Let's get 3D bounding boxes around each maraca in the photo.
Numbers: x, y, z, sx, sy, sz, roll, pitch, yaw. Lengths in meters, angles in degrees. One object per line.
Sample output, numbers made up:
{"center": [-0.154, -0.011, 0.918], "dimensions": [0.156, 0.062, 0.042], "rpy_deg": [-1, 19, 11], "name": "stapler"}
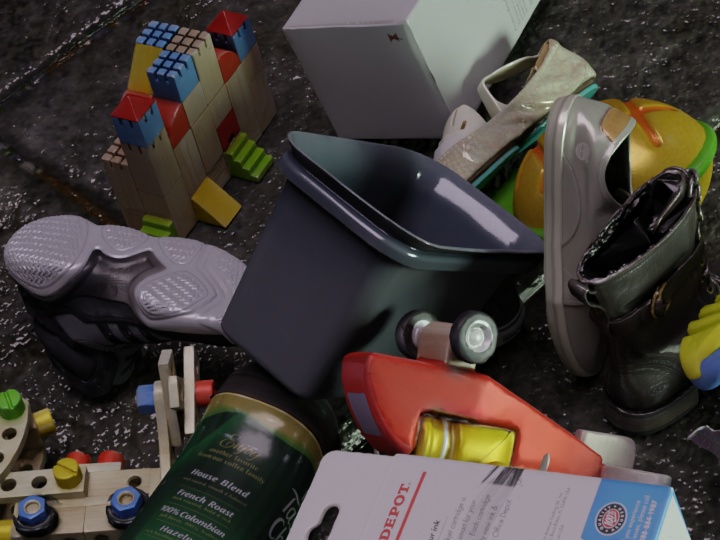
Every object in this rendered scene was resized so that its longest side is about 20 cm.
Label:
{"center": [0.156, -0.057, 1.353], "dimensions": [0.200, 0.107, 0.137], "rpy_deg": [-16, 23, 32], "name": "maraca"}

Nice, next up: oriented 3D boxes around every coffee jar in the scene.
{"center": [-0.086, 0.157, 1.208], "dimensions": [0.085, 0.104, 0.200], "rpy_deg": [20, 55, 19], "name": "coffee jar"}

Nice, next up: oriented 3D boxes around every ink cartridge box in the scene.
{"center": [0.059, 0.165, 1.002], "dimensions": [0.200, 0.068, 0.116], "rpy_deg": [4, 51, 28], "name": "ink cartridge box"}

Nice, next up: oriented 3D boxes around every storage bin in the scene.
{"center": [0.000, 0.000, 1.237], "dimensions": [0.145, 0.200, 0.134], "rpy_deg": [39, 107, 25], "name": "storage bin"}

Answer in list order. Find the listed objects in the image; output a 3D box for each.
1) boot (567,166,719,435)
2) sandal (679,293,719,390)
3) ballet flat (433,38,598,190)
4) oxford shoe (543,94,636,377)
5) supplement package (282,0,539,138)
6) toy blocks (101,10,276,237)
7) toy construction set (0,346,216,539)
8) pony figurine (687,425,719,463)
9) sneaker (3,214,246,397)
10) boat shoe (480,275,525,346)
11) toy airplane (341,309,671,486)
{"center": [0.211, -0.001, 1.232], "dimensions": [0.069, 0.174, 0.200], "rpy_deg": [28, 60, 34], "name": "boot"}
{"center": [0.289, 0.024, 1.191], "dimensions": [0.200, 0.087, 0.079], "rpy_deg": [-29, 5, -10], "name": "sandal"}
{"center": [0.097, -0.105, 1.427], "dimensions": [0.062, 0.067, 0.200], "rpy_deg": [47, 55, 5], "name": "ballet flat"}
{"center": [0.153, -0.017, 1.248], "dimensions": [0.058, 0.200, 0.075], "rpy_deg": [6, 29, 19], "name": "oxford shoe"}
{"center": [0.049, -0.209, 1.495], "dimensions": [0.117, 0.117, 0.200], "rpy_deg": [3, 47, 34], "name": "supplement package"}
{"center": [-0.134, -0.124, 1.461], "dimensions": [0.100, 0.137, 0.200], "rpy_deg": [15, 52, 26], "name": "toy blocks"}
{"center": [-0.183, 0.125, 1.280], "dimensions": [0.200, 0.092, 0.131], "rpy_deg": [-15, 45, 15], "name": "toy construction set"}
{"center": [0.293, 0.138, 1.120], "dimensions": [0.193, 0.167, 0.200], "rpy_deg": [30, 50, -3], "name": "pony figurine"}
{"center": [-0.149, 0.035, 1.334], "dimensions": [0.200, 0.114, 0.076], "rpy_deg": [16, 43, 19], "name": "sneaker"}
{"center": [0.022, 0.000, 1.360], "dimensions": [0.200, 0.057, 0.069], "rpy_deg": [13, 52, 24], "name": "boat shoe"}
{"center": [0.084, 0.127, 1.157], "dimensions": [0.199, 0.200, 0.141], "rpy_deg": [23, 73, 18], "name": "toy airplane"}
